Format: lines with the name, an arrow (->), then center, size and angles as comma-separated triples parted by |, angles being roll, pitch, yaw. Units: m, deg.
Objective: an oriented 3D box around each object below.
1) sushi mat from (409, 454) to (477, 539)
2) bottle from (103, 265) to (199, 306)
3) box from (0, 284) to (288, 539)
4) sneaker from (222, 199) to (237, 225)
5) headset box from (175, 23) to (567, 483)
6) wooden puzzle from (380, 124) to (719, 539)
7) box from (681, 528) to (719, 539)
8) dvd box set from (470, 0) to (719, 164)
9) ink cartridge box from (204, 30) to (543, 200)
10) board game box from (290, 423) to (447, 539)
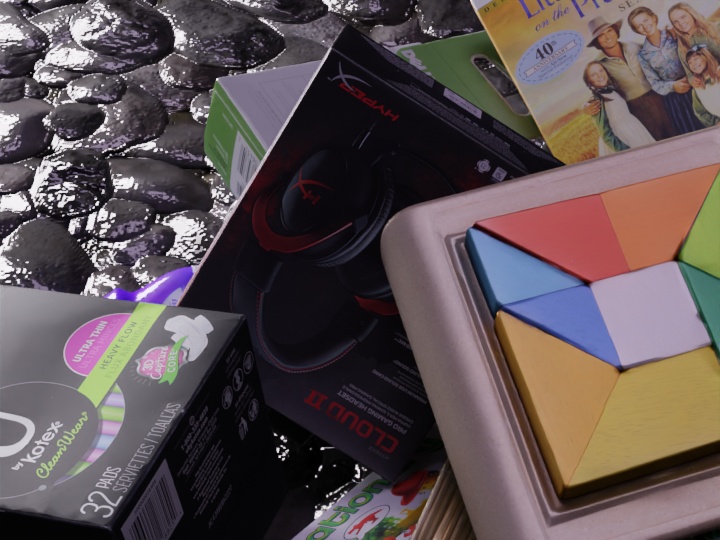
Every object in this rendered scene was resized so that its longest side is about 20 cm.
sushi mat -> 0.044, 0.177, 0.683 | 0.095, 0.012, 0.201 | 33, 54, -4
bottle -> -0.088, 0.039, 0.900 | 0.198, 0.065, 0.084 | -5, 75, -9
box -> -0.160, 0.101, 0.767 | 0.198, 0.125, 0.149 | 6, 39, 22
sneaker -> 0.011, -0.012, 0.965 | 0.198, 0.075, 0.085 | 2, 41, 0
headset box -> 0.000, 0.000, 0.812 | 0.148, 0.201, 0.075 | 32, 19, -4
wooden puzzle -> 0.126, 0.027, 0.700 | 0.198, 0.037, 0.186 | -17, 65, -4
box -> 0.176, 0.119, 0.693 | 0.198, 0.035, 0.111 | 6, 65, 6
dvd box set -> 0.167, -0.116, 0.908 | 0.145, 0.029, 0.201 | -29, 63, 10
ink cartridge box -> 0.017, -0.079, 0.947 | 0.198, 0.060, 0.104 | -15, 50, -28
board game box -> 0.029, 0.140, 0.780 | 0.126, 0.035, 0.199 | 1, 29, 48
